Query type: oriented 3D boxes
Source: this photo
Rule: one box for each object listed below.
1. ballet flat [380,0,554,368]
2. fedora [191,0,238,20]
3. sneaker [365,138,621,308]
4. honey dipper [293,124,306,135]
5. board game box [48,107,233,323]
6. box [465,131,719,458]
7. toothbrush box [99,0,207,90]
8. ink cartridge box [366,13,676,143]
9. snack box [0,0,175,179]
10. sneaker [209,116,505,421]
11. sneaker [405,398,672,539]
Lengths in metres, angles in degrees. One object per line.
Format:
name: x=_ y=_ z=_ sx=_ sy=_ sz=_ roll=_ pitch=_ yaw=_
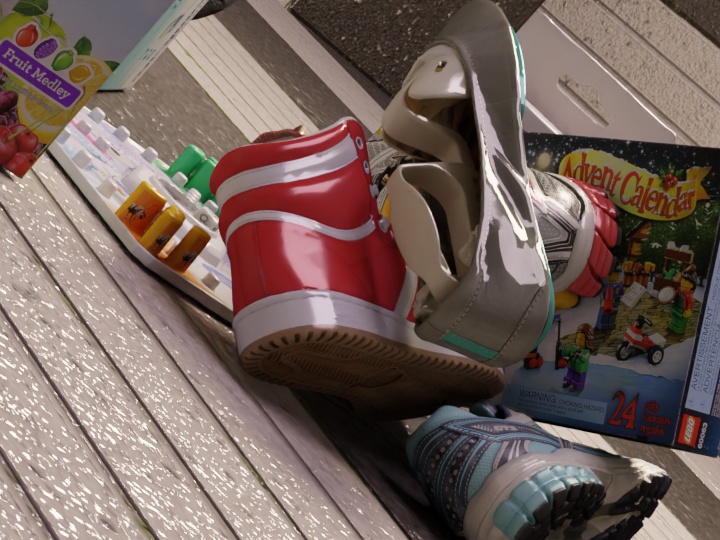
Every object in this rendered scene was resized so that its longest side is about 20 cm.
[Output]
ballet flat: x=0.040 y=-0.049 z=1.031 sx=0.063 sy=0.067 sz=0.201 roll=14 pitch=47 yaw=-24
fedora: x=-0.157 y=-0.219 z=1.548 sx=0.201 sy=0.200 sz=0.092 roll=44 pitch=-29 yaw=13
sneaker: x=0.027 y=-0.032 z=1.140 sx=0.199 sy=0.079 sz=0.082 roll=5 pitch=-9 yaw=45
honey dipper: x=0.015 y=-0.019 z=1.676 sx=0.200 sy=0.038 sz=0.038 roll=46 pitch=5 yaw=-12
board game box: x=-0.083 y=-0.031 z=1.140 sx=0.200 sy=0.026 sz=0.200 roll=36 pitch=10 yaw=-49
box: x=0.096 y=0.005 z=1.149 sx=0.199 sy=0.138 sz=0.038 roll=8 pitch=-6 yaw=45
toothbrush box: x=-0.169 y=-0.178 z=1.325 sx=0.146 sy=0.085 sz=0.200 roll=43 pitch=5 yaw=1
ink cartridge box: x=0.059 y=-0.037 z=1.266 sx=0.115 sy=0.200 sz=0.068 roll=44 pitch=5 yaw=17
snack box: x=-0.126 y=-0.167 z=0.976 sx=0.068 sy=0.200 sz=0.169 roll=36 pitch=8 yaw=-48
sneaker: x=0.000 y=0.000 z=1.061 sx=0.200 sy=0.071 sz=0.113 roll=25 pitch=47 yaw=-60
sneaker: x=0.081 y=0.095 z=1.106 sx=0.086 sy=0.078 sz=0.200 roll=41 pitch=5 yaw=22
